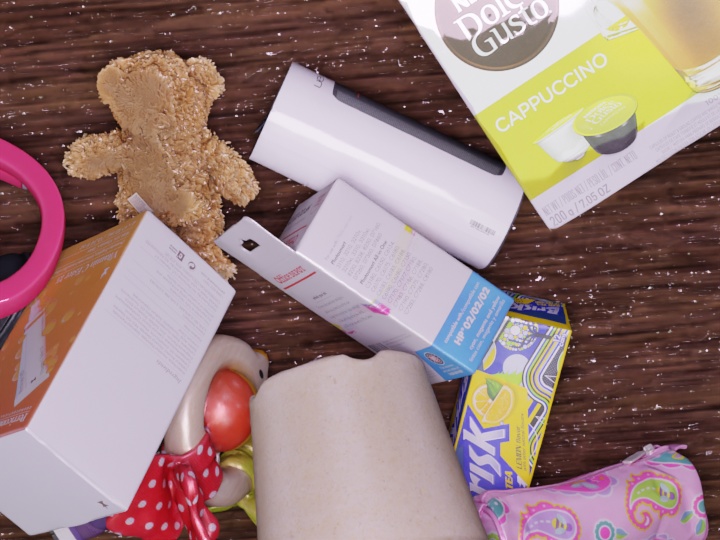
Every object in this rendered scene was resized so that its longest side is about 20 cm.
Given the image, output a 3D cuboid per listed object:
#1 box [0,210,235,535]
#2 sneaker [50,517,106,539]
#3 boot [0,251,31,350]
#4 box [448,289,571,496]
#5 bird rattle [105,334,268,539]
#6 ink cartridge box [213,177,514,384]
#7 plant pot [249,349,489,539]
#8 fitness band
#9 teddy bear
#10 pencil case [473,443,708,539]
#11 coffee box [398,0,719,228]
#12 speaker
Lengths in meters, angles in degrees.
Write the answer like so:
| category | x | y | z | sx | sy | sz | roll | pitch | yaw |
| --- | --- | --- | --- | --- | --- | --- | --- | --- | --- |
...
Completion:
| category | x | y | z | sx | sy | sz | roll | pitch | yaw |
| --- | --- | --- | --- | --- | --- | --- | --- | --- | --- |
| box | -0.195 | 0.074 | 1.238 | 0.124 | 0.201 | 0.097 | -20 | 126 | 44 |
| sneaker | -0.233 | 0.130 | 1.339 | 0.087 | 0.076 | 0.201 | -28 | 136 | -7 |
| boot | -0.360 | 0.032 | 1.304 | 0.167 | 0.077 | 0.200 | 33 | 114 | -31 |
| box | 0.107 | 0.121 | 1.344 | 0.069 | 0.064 | 0.202 | 12 | 109 | -1 |
| bird rattle | -0.116 | 0.131 | 1.301 | 0.112 | 0.199 | 0.165 | -5 | 82 | 34 |
| ink cartridge box | 0.000 | 0.000 | 1.259 | 0.199 | 0.115 | 0.068 | 34 | 74 | -10 |
| plant pot | 0.001 | 0.163 | 1.223 | 0.198 | 0.201 | 0.186 | -14 | 72 | 7 |
| fitness band | -0.318 | -0.041 | 1.279 | 0.198 | 0.038 | 0.145 | 20 | 65 | 1 |
| teddy bear | -0.147 | -0.073 | 1.299 | 0.143 | 0.067 | 0.202 | -12 | 112 | 19 |
| pencil case | 0.171 | 0.190 | 1.310 | 0.198 | 0.087 | 0.089 | -12 | 110 | -25 |
| coffee box | 0.152 | -0.184 | 1.171 | 0.199 | 0.200 | 0.199 | -32 | 104 | 12 |
| speaker | 0.019 | -0.077 | 1.274 | 0.198 | 0.081 | 0.082 | 25 | 107 | -4 |
